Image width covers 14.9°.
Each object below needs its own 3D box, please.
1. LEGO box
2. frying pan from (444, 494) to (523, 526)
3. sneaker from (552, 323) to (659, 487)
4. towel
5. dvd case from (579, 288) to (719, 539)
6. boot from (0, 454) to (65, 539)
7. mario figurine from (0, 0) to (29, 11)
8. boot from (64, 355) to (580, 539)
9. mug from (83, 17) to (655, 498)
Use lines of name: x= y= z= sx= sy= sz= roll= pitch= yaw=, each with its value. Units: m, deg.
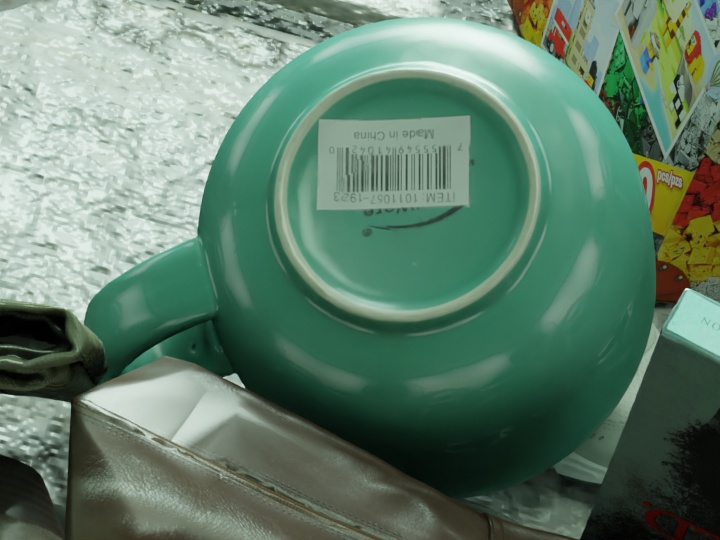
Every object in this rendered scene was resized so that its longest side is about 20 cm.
LEGO box: x=0.140 y=-0.105 z=1.119 sx=0.077 sy=0.149 sz=0.200 roll=3 pitch=41 yaw=-20
frying pan: x=0.056 y=0.149 z=0.879 sx=0.190 sy=0.031 sz=0.115 roll=42 pitch=49 yaw=8
sneaker: x=0.062 y=-0.006 z=1.016 sx=0.076 sy=0.092 sz=0.200 roll=-18 pitch=53 yaw=-38
towel: x=-0.174 y=0.019 z=0.831 sx=0.193 sy=0.200 sz=0.035 roll=10 pitch=84 yaw=-1
dvd case: x=0.142 y=0.092 z=0.855 sx=0.146 sy=0.200 sz=0.022 roll=28 pitch=62 yaw=9
boot: x=-0.166 y=0.106 z=0.807 sx=0.200 sy=0.070 sz=0.146 roll=8 pitch=42 yaw=-14
mario figurine: x=-0.202 y=-0.133 z=1.036 sx=0.123 sy=0.106 sz=0.200 roll=-33 pitch=49 yaw=-9
boot: x=-0.013 y=0.118 z=0.815 sx=0.200 sy=0.064 sz=0.186 roll=26 pitch=36 yaw=-4
mug: x=0.011 y=0.003 z=0.926 sx=0.152 sy=0.114 sz=0.185 roll=42 pitch=82 yaw=17
